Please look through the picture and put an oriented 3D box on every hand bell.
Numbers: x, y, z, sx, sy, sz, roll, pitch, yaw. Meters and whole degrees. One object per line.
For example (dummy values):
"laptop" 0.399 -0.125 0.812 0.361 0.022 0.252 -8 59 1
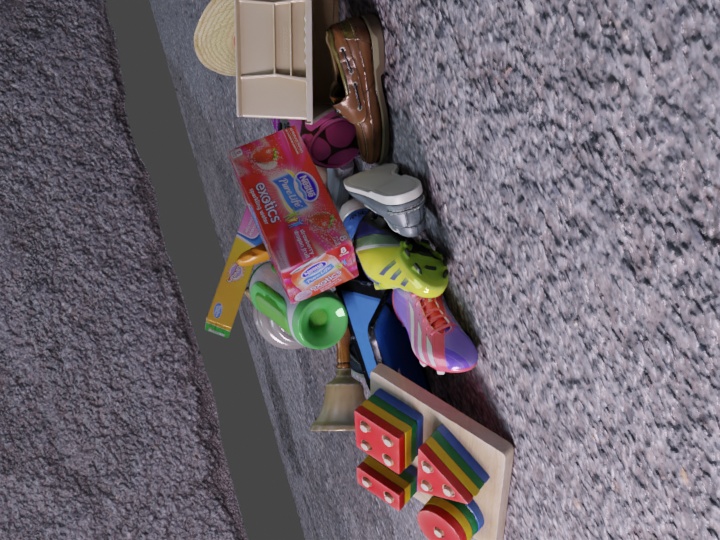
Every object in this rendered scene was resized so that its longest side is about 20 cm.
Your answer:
"hand bell" -0.023 0.132 1.620 0.104 0.103 0.202 149 121 -76

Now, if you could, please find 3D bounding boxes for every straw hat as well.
"straw hat" -0.120 -0.309 1.501 0.085 0.200 0.202 52 158 25

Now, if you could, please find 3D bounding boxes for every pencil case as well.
"pencil case" -0.056 -0.226 1.539 0.090 0.094 0.201 27 -157 -40

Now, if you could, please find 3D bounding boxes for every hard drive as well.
"hard drive" -0.049 -0.159 1.703 0.200 0.026 0.133 103 149 -63

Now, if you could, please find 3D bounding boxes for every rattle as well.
"rattle" -0.112 -0.112 1.578 0.130 0.142 0.202 -146 58 -69

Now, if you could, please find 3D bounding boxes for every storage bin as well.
"storage bin" -0.085 -0.290 1.349 0.200 0.093 0.200 -59 -29 -74

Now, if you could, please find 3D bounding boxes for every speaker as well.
"speaker" -0.091 0.045 1.548 0.200 0.088 0.089 30 135 61

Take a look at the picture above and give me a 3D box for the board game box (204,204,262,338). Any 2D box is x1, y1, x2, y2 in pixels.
"board game box" -0.184 -0.005 1.678 0.153 0.040 0.202 135 154 -78

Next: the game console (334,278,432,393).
"game console" 0.018 0.124 1.473 0.171 0.117 0.201 -60 -44 -57

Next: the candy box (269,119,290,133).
"candy box" -0.136 -0.327 1.802 0.137 0.060 0.201 96 156 -58

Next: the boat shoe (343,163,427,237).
"boat shoe" 0.031 -0.086 1.355 0.200 0.072 0.062 -142 31 -69

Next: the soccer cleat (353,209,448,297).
"soccer cleat" 0.047 -0.004 1.337 0.200 0.064 0.084 47 122 55

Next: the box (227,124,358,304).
"box" -0.087 -0.073 1.423 0.096 0.099 0.201 80 166 -61

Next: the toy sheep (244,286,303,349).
"toy sheep" -0.109 0.060 1.730 0.200 0.137 0.139 -148 44 -77

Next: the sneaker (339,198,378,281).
"sneaker" -0.001 0.000 1.571 0.201 0.076 0.112 105 157 -53

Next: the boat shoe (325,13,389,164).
"boat shoe" -0.008 -0.220 1.374 0.072 0.067 0.201 -125 23 -54

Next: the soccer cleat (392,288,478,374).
"soccer cleat" 0.084 0.055 1.322 0.200 0.066 0.077 -125 28 -61

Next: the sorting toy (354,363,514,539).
"sorting toy" 0.079 0.243 1.339 0.198 0.070 0.201 30 142 28

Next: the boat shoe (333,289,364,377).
"boat shoe" -0.004 0.092 1.709 0.200 0.074 0.062 -110 0 -59
